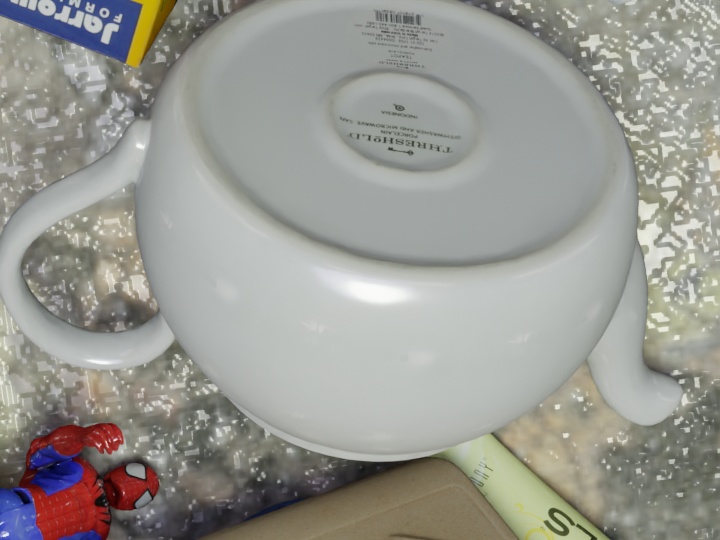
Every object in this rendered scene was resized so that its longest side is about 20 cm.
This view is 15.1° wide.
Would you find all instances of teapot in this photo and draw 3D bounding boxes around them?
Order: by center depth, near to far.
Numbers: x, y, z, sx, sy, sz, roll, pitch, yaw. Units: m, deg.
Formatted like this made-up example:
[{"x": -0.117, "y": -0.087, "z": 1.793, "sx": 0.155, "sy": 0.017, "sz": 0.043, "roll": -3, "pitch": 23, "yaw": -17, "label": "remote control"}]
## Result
[{"x": 0.000, "y": 0.000, "z": 1.007, "sx": 0.200, "sy": 0.197, "sz": 0.147, "roll": 38, "pitch": 137, "yaw": 25, "label": "teapot"}]

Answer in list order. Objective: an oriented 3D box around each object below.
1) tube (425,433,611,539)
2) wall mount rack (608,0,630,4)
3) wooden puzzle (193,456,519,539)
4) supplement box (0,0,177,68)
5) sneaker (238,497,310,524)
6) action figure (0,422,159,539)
[{"x": 0.098, "y": 0.143, "z": 1.065, "sx": 0.200, "sy": 0.058, "sz": 0.052, "roll": 37, "pitch": 115, "yaw": 0, "label": "tube"}, {"x": 0.132, "y": -0.194, "z": 0.974, "sx": 0.075, "sy": 0.174, "sz": 0.200, "roll": 42, "pitch": 96, "yaw": -13, "label": "wall mount rack"}, {"x": 0.012, "y": 0.163, "z": 0.962, "sx": 0.200, "sy": 0.184, "sz": 0.046, "roll": 46, "pitch": 134, "yaw": 30, "label": "wooden puzzle"}, {"x": -0.090, "y": -0.195, "z": 0.970, "sx": 0.108, "sy": 0.110, "sz": 0.201, "roll": 20, "pitch": 122, "yaw": 1, "label": "supplement box"}, {"x": -0.078, "y": 0.167, "z": 1.042, "sx": 0.199, "sy": 0.070, "sz": 0.078, "roll": -28, "pitch": 112, "yaw": -15, "label": "sneaker"}, {"x": -0.114, "y": 0.094, "z": 0.991, "sx": 0.098, "sy": 0.200, "sz": 0.066, "roll": -13, "pitch": 92, "yaw": 28, "label": "action figure"}]
